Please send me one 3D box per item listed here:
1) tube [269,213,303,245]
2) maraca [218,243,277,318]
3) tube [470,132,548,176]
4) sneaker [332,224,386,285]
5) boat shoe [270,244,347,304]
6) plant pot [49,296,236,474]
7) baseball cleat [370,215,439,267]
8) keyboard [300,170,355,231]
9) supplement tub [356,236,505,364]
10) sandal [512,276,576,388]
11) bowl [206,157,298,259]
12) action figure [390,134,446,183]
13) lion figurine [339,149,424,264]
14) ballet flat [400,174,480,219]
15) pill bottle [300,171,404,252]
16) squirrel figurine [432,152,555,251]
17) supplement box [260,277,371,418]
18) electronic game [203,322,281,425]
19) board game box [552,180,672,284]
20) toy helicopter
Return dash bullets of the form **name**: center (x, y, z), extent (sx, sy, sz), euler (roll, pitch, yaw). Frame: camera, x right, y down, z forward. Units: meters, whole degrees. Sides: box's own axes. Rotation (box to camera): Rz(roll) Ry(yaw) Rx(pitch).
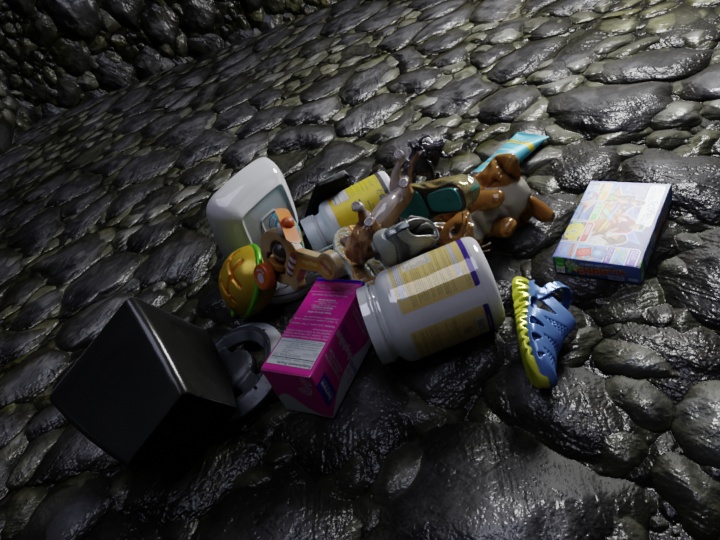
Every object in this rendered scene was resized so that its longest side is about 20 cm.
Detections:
- **tube**: center (-0.135, -0.070, 1.164), extent (0.050, 0.079, 0.200), euler (-23, 23, -10)
- **maraca**: center (-0.221, 0.024, 1.155), extent (0.199, 0.105, 0.140), euler (-23, 60, 61)
- **tube**: center (0.301, -0.229, 1.239), extent (0.077, 0.051, 0.199), euler (24, 53, 38)
- **sneaker**: center (0.000, 0.000, 1.092), extent (0.074, 0.089, 0.202), euler (-16, 42, -6)
- **boat shoe**: center (-0.105, -0.004, 1.183), extent (0.197, 0.067, 0.074), euler (-25, 36, 1)
- **plant pot**: center (-0.312, 0.199, 0.939), extent (0.177, 0.200, 0.200), euler (39, 89, 32)
- **baseball cleat**: center (0.092, -0.027, 0.996), extent (0.105, 0.199, 0.071), euler (-26, 69, 16)
- **keyboard**: center (-0.074, -0.154, 1.264), extent (0.103, 0.200, 0.040), euler (-23, 76, -23)
- **supplement tub**: center (0.106, 0.050, 0.924), extent (0.196, 0.147, 0.147), euler (-21, 36, 5)
- **sandal**: center (0.263, 0.078, 0.856), extent (0.085, 0.080, 0.202), euler (-8, 41, 16)
- **bowl**: center (-0.214, -0.111, 1.279), extent (0.074, 0.202, 0.200), euler (25, 57, 34)
- **action figure**: center (0.116, -0.196, 1.167), extent (0.119, 0.201, 0.102), euler (-43, 54, -10)
- **lion figurine**: center (0.042, -0.100, 1.001), extent (0.200, 0.123, 0.072), euler (-44, 66, -6)
- **ballet flat**: center (0.127, -0.127, 1.035), extent (0.071, 0.071, 0.198), euler (-45, 23, -25)
- **pill bottle**: center (-0.017, -0.108, 1.221), extent (0.197, 0.112, 0.112), euler (-27, 36, -1)
- **squirrel figurine**: center (0.205, -0.098, 1.085), extent (0.186, 0.142, 0.200), euler (-43, 24, -7)
- **supplement box**: center (-0.057, 0.119, 0.975), extent (0.102, 0.102, 0.202), euler (3, 45, 33)
- **electronic game**: center (-0.215, 0.176, 1.050), extent (0.196, 0.042, 0.203), euler (-19, 43, 18)
- **board game box**: center (0.409, -0.069, 0.978), extent (0.133, 0.035, 0.201), euler (10, 49, 38)
- **toy helicopter**: center (-0.101, -0.030, 1.008), extent (0.198, 0.135, 0.078), euler (12, 22, 43)
